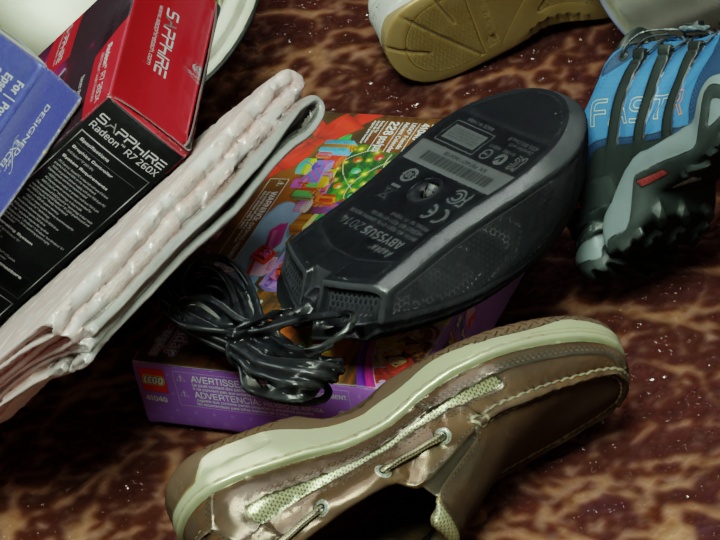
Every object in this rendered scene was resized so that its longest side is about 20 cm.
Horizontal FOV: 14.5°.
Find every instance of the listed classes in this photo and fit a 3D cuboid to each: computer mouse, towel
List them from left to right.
[{"bbox_3d":[-0.117,0.008,1.250,0.191,0.032,0.200,-35,11,49],"label":"towel"},{"bbox_3d":[0.019,-0.006,1.226,0.200,0.053,0.138,-35,31,-14],"label":"computer mouse"}]

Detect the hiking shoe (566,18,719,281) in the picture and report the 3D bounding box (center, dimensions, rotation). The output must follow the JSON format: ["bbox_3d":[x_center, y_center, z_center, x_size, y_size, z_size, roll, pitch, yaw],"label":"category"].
[{"bbox_3d":[0.144,-0.080,1.224,0.074,0.200,0.087,-3,56,-48],"label":"hiking shoe"}]

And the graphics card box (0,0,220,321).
[{"bbox_3d":[-0.152,-0.045,1.316,0.200,0.051,0.126,-40,25,29],"label":"graphics card box"}]

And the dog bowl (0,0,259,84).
[{"bbox_3d":[-0.149,-0.156,1.459,0.199,0.074,0.201,1,76,-5],"label":"dog bowl"}]

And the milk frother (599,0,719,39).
[{"bbox_3d":[0.206,-0.117,1.323,0.201,0.180,0.188,-65,16,-15],"label":"milk frother"}]

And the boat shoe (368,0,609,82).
[{"bbox_3d":[0.096,-0.166,1.468,0.199,0.071,0.069,-20,37,-6],"label":"boat shoe"}]

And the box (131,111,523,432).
[{"bbox_3d":[0.000,0.000,1.299,0.136,0.039,0.200,5,39,24],"label":"box"}]

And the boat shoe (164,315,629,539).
[{"bbox_3d":[0.026,0.087,1.156,0.202,0.075,0.075,-22,55,-9],"label":"boat shoe"}]

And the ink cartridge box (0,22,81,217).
[{"bbox_3d":[-0.227,-0.037,1.311,0.198,0.047,0.200,-54,27,3],"label":"ink cartridge box"}]
